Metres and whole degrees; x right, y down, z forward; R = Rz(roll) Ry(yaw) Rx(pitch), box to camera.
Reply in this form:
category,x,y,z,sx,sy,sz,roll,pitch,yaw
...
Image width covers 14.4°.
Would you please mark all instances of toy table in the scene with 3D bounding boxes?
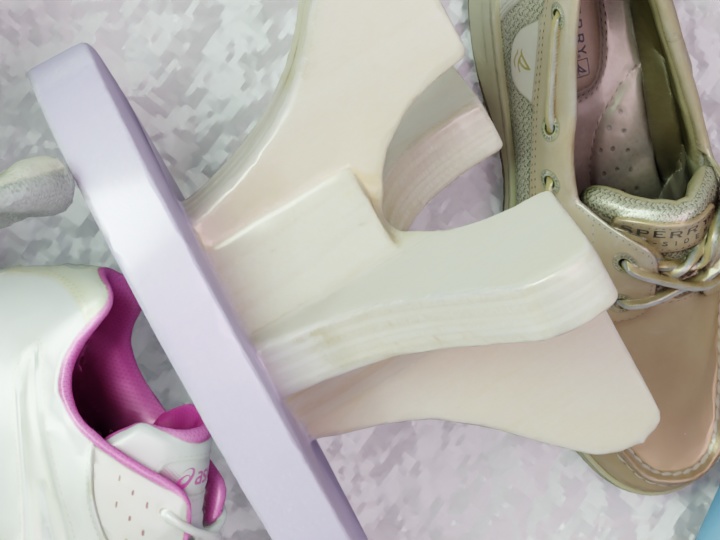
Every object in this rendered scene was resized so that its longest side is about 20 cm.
category,x,y,z,sx,sy,sz,roll,pitch,yaw
toy table,0.000,0.000,0.837,0.117,0.184,0.200,-29,124,0

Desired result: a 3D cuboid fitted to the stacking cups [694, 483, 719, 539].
category,x,y,z,sx,sy,sz,roll,pitch,yaw
stacking cups,0.134,0.088,0.963,0.060,0.060,0.200,26,93,-25

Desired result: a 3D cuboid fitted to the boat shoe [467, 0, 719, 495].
category,x,y,z,sx,sy,sz,roll,pitch,yaw
boat shoe,0.086,-0.016,0.918,0.072,0.065,0.201,-19,108,-20

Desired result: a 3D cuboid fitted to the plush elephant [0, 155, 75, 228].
category,x,y,z,sx,sy,sz,roll,pitch,yaw
plush elephant,-0.169,-0.048,0.765,0.164,0.155,0.201,-13,67,17

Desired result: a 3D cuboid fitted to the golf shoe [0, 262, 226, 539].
category,x,y,z,sx,sy,sz,roll,pitch,yaw
golf shoe,-0.073,0.091,0.830,0.091,0.075,0.201,-22,95,16
